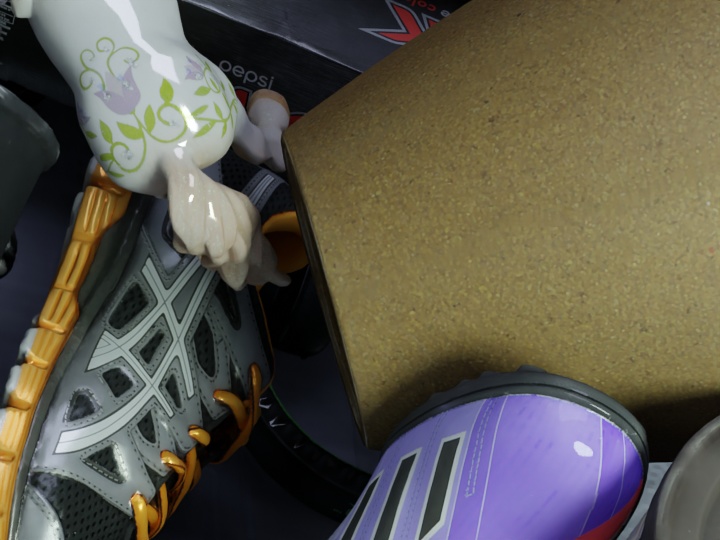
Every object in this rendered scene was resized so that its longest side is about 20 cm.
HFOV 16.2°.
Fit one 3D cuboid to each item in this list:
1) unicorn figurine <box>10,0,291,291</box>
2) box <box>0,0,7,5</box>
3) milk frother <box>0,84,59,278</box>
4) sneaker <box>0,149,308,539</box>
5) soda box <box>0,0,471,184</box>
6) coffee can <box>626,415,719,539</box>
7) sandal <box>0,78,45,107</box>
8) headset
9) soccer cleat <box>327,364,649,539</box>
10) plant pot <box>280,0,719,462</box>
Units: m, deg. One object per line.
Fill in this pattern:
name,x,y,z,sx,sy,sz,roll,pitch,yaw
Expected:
unicorn figurine,-0.084,-0.084,0.713,0.200,0.074,0.137,45,12,8
box,-0.214,-0.141,0.799,0.124,0.098,0.199,-12,22,-36
milk frother,-0.170,0.040,0.704,0.179,0.200,0.189,12,74,34
sneaker,-0.066,0.039,0.763,0.077,0.078,0.201,18,61,-2
soda box,-0.029,-0.075,0.832,0.199,0.064,0.071,23,44,2
coffee can,0.102,0.152,0.681,0.145,0.201,0.147,15,44,-15
sandal,-0.132,-0.080,0.900,0.075,0.048,0.200,41,31,14
headset,0.000,0.000,0.884,0.122,0.094,0.202,-1,64,-21
soccer cleat,0.009,0.098,0.685,0.068,0.200,0.073,33,44,-14
plant pot,0.084,-0.022,0.714,0.198,0.187,0.187,-15,53,-4
